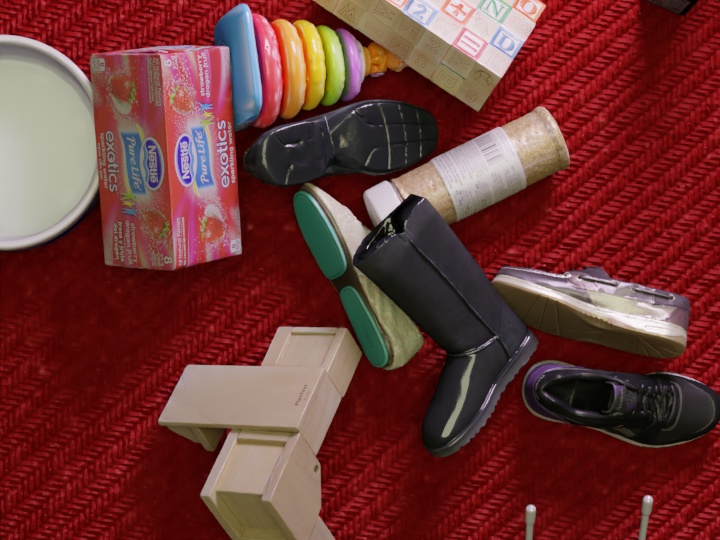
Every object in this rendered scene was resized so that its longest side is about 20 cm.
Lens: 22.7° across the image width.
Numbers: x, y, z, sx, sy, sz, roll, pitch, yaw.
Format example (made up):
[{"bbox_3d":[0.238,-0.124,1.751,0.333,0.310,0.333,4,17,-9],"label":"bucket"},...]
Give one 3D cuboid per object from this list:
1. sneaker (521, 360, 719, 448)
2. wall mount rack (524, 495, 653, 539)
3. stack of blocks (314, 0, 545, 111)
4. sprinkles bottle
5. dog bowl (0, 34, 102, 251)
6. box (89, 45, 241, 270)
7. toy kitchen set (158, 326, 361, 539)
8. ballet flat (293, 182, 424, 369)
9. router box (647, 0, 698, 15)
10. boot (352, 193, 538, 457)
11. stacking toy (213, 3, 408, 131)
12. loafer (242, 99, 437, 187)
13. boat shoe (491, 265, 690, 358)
[{"bbox_3d":[0.259,0.133,1.742,0.198,0.088,0.077,6,88,-4],"label":"sneaker"},{"bbox_3d":[0.222,0.307,1.741,0.198,0.075,0.176,-4,89,-5],"label":"wall mount rack"},{"bbox_3d":[0.065,-0.259,1.729,0.199,0.059,0.116,33,54,-1],"label":"stack of blocks"},{"bbox_3d":[0.103,-0.088,1.747,0.198,0.068,0.069,-26,90,-4],"label":"sprinkles bottle"},{"bbox_3d":[-0.337,-0.118,1.713,0.198,0.079,0.203,0,88,-4],"label":"dog bowl"},{"bbox_3d":[-0.181,-0.107,1.679,0.095,0.099,0.202,5,102,37],"label":"box"},{"bbox_3d":[-0.083,0.184,1.736,0.162,0.181,0.201,0,48,31],"label":"toy kitchen set"},{"bbox_3d":[0.000,0.000,1.750,0.062,0.067,0.202,-28,95,-31],"label":"ballet flat"},{"bbox_3d":[0.331,-0.341,1.704,0.052,0.200,0.159,22,88,0],"label":"router box"},{"bbox_3d":[0.063,0.052,1.698,0.200,0.065,0.165,50,64,-28],"label":"boot"},{"bbox_3d":[-0.037,-0.199,1.736,0.198,0.116,0.111,-7,85,-18],"label":"stacking toy"},{"bbox_3d":[-0.021,-0.125,1.739,0.198,0.072,0.074,-8,96,-25],"label":"loafer"},{"bbox_3d":[0.226,0.029,1.756,0.198,0.072,0.065,16,63,9],"label":"boat shoe"}]
